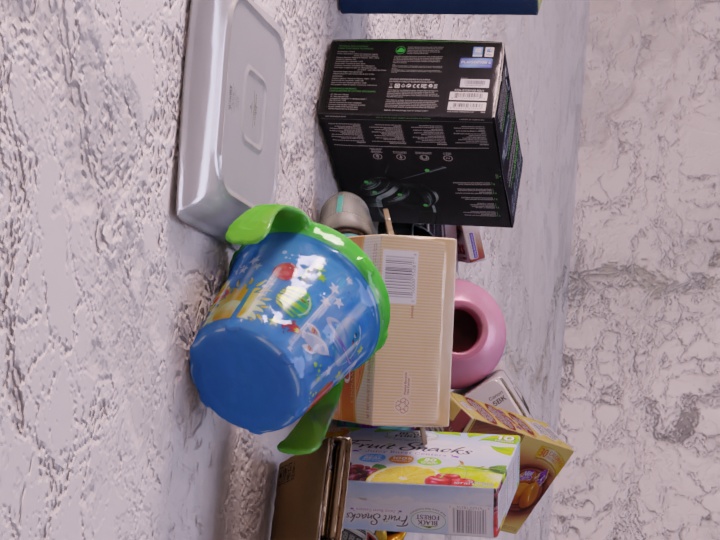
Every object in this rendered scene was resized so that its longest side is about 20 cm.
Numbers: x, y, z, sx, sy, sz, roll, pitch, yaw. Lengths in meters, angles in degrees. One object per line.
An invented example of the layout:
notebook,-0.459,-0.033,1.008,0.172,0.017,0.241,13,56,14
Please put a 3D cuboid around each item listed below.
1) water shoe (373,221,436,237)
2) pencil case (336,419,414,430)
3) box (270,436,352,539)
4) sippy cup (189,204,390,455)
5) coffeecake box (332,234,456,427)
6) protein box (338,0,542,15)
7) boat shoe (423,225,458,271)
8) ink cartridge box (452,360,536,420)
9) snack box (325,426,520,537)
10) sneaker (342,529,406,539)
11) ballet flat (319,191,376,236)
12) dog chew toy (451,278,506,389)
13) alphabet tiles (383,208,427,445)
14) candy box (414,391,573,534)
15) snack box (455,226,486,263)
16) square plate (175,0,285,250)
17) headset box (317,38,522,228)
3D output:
water shoe,0.050,-0.006,1.844,0.200,0.078,0.072,51,43,-70
pencil case,0.003,0.094,1.652,0.201,0.084,0.093,79,17,-47
box,-0.049,0.229,1.406,0.200,0.021,0.165,140,-42,-71
sippy cup,-0.062,0.050,1.296,0.178,0.139,0.130,48,38,-8
coffeecake box,0.005,0.050,1.456,0.200,0.073,0.155,177,-84,-67
protein box,0.080,-0.364,1.646,0.135,0.198,0.200,-71,159,-52
boat shoe,0.063,-0.066,1.919,0.072,0.067,0.201,52,-21,43
ink cartridge box,0.123,0.183,1.959,0.083,0.146,0.200,57,6,1
snack box,0.040,0.192,1.571,0.142,0.198,0.053,-44,134,-72
sneaker,0.011,0.266,1.720,0.200,0.082,0.078,39,54,-74
ballet flat,0.000,0.000,1.670,0.201,0.067,0.064,78,9,-50
dog chew toy,0.095,0.078,1.962,0.200,0.124,0.126,134,-39,-79
alphabet tiles,0.042,0.051,1.586,0.167,0.006,0.201,-98,179,-71
candy box,0.124,0.201,1.772,0.200,0.056,0.117,22,106,-51
snack box,0.107,-0.049,2.004,0.200,0.024,0.072,-167,-116,-80
square plate,-0.094,-0.122,1.321,0.198,0.028,0.202,33,59,-75
headset box,0.064,-0.128,1.678,0.200,0.173,0.093,71,26,-56
